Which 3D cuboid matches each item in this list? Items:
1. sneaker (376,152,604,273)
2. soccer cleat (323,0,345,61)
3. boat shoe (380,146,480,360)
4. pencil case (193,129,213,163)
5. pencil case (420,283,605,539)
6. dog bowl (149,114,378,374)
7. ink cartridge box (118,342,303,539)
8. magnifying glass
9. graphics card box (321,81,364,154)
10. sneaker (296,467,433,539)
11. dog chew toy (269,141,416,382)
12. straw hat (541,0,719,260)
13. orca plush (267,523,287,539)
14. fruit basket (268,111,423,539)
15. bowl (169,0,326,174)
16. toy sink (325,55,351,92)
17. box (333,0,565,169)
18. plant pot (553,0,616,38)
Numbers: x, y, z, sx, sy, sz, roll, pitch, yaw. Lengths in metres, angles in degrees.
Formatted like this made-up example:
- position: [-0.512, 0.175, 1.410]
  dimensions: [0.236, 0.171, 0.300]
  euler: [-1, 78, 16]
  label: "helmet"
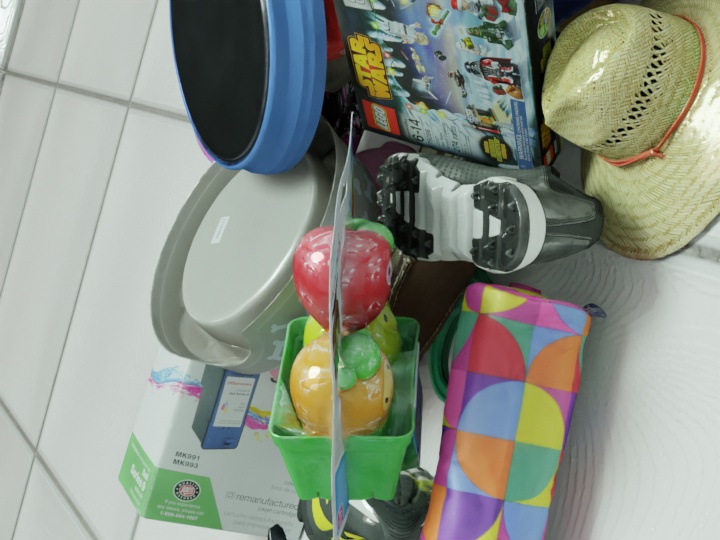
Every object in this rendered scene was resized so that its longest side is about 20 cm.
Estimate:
- position: [0.081, -0.037, 0.936]
  dimensions: [0.200, 0.090, 0.067]
  euler: [20, 110, 62]
  label: "sneaker"
- position: [-0.031, -0.185, 1.054]
  dimensions: [0.200, 0.085, 0.069]
  euler: [-162, 66, -64]
  label: "soccer cleat"
- position: [0.057, -0.022, 1.022]
  dimensions: [0.075, 0.074, 0.204]
  euler: [15, 86, 54]
  label: "boat shoe"
- position: [-0.087, -0.122, 1.312]
  dimensions: [0.200, 0.088, 0.089]
  euler: [-13, -60, -81]
  label: "pencil case"
- position: [0.086, 0.105, 0.901]
  dimensions: [0.088, 0.088, 0.202]
  euler: [3, 79, 65]
  label: "pencil case"
- position: [-0.067, -0.016, 1.066]
  dimensions: [0.200, 0.059, 0.201]
  euler: [-34, 38, 32]
  label: "dog bowl"
- position: [-0.098, 0.108, 1.231]
  dimensions: [0.087, 0.144, 0.201]
  euler: [34, 107, 63]
  label: "ink cartridge box"
- position: [0.073, 0.006, 1.070]
  dimensions: [0.080, 0.022, 0.201]
  euler: [-43, 38, 45]
  label: "magnifying glass"
- position: [-0.039, -0.148, 1.204]
  dimensions: [0.050, 0.126, 0.201]
  euler: [-4, 38, 21]
  label: "graphics card box"
- position: [0.002, 0.175, 1.088]
  dimensions: [0.200, 0.074, 0.085]
  euler: [-147, 67, -73]
  label: "sneaker"
- position: [0.000, 0.000, 1.120]
  dimensions: [0.124, 0.124, 0.201]
  euler: [4, 73, 65]
  label: "dog chew toy"
- position: [0.156, -0.112, 0.881]
  dimensions: [0.201, 0.085, 0.203]
  euler: [-40, 43, 51]
  label: "straw hat"
- position: [-0.052, 0.236, 1.136]
  dimensions: [0.071, 0.105, 0.201]
  euler: [-50, -24, -27]
  label: "orca plush"
- position: [-0.002, 0.032, 0.903]
  dimensions: [0.186, 0.093, 0.201]
  euler: [-83, -2, -60]
  label: "fruit basket"
- position: [-0.083, -0.165, 1.020]
  dimensions: [0.200, 0.039, 0.202]
  euler: [30, 124, 58]
  label: "bowl"
- position: [0.050, -0.233, 1.142]
  dimensions: [0.130, 0.111, 0.202]
  euler: [-31, 50, 58]
  label: "toy sink"
- position: [0.051, -0.151, 0.912]
  dimensions: [0.040, 0.136, 0.201]
  euler: [-56, -30, -29]
  label: "box"
- position: [0.102, -0.266, 0.956]
  dimensions: [0.200, 0.199, 0.181]
  euler: [-30, 56, 56]
  label: "plant pot"
